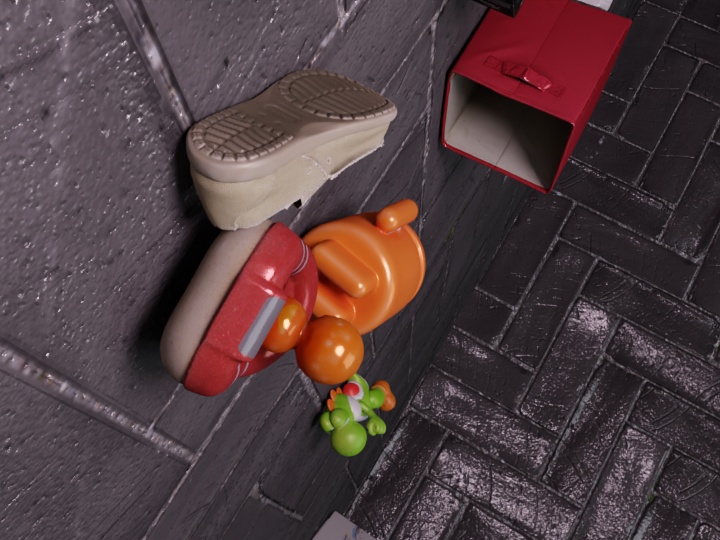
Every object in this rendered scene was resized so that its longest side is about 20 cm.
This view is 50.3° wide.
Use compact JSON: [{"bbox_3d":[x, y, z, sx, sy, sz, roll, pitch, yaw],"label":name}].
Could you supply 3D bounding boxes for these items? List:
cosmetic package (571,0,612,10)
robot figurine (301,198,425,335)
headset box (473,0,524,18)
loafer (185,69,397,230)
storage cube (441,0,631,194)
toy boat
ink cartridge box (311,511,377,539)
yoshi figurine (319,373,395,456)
[{"bbox_3d":[0.216,-0.332,0.653,0.107,0.090,0.200,-33,145,-64],"label":"cosmetic package"},{"bbox_3d":[-0.001,0.001,0.789,0.200,0.116,0.144,-26,115,-67],"label":"robot figurine"},{"bbox_3d":[0.138,-0.341,0.686,0.149,0.075,0.200,-62,167,3],"label":"headset box"},{"bbox_3d":[-0.047,-0.086,0.533,0.200,0.076,0.068,-32,151,-47],"label":"loafer"},{"bbox_3d":[0.225,-0.245,1.019,0.180,0.171,0.200,-59,166,-18],"label":"storage cube"},{"bbox_3d":[-0.058,0.041,0.577,0.131,0.131,0.200,-60,180,-1],"label":"toy boat"},{"bbox_3d":[-0.046,0.806,2.117,0.145,0.200,0.147,-35,151,-58],"label":"ink cartridge box"},{"bbox_3d":[-0.010,0.257,1.318,0.112,0.112,0.200,-58,166,18],"label":"yoshi figurine"}]
